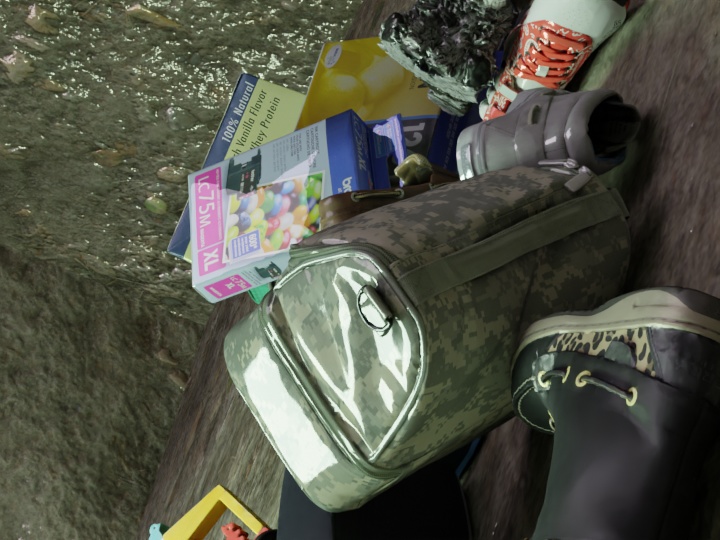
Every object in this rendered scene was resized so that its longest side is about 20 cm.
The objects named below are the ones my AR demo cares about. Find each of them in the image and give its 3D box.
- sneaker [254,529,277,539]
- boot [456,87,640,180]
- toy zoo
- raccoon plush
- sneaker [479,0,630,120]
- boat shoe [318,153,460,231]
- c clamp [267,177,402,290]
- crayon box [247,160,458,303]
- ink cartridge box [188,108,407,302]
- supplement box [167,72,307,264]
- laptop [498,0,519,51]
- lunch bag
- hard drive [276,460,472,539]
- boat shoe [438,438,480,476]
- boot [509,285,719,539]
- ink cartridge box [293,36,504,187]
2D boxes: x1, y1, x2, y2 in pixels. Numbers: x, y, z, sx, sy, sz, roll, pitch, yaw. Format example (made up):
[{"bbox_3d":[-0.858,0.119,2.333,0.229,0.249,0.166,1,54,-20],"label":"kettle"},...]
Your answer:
[{"bbox_3d":[-0.026,0.230,1.010,0.200,0.075,0.106,-118,38,-51],"label":"sneaker"},{"bbox_3d":[0.141,-0.087,0.959,0.200,0.095,0.074,-35,-67,-61],"label":"boot"},{"bbox_3d":[-0.109,0.264,1.170,0.131,0.200,0.020,-51,-36,-3],"label":"toy zoo"},{"bbox_3d":[0.084,-0.211,1.157,0.134,0.097,0.200,-59,2,-2],"label":"raccoon plush"},{"bbox_3d":[0.144,-0.156,1.100,0.201,0.067,0.108,162,129,-83],"label":"sneaker"},{"bbox_3d":[0.055,-0.048,1.005,0.202,0.075,0.075,-19,-4,-42],"label":"boat shoe"},{"bbox_3d":[0.000,0.000,1.199,0.200,0.027,0.171,-5,65,31],"label":"c clamp"},{"bbox_3d":[-0.003,-0.040,1.301,0.119,0.199,0.058,-76,-29,-42],"label":"crayon box"},{"bbox_3d":[-0.053,-0.060,1.228,0.200,0.042,0.120,-18,57,19],"label":"ink cartridge box"},{"bbox_3d":[-0.049,-0.062,1.459,0.200,0.199,0.134,-68,-21,-4],"label":"supplement box"},{"bbox_3d":[0.101,-0.274,1.525,0.177,0.103,0.200,-94,28,-72],"label":"laptop"},{"bbox_3d":[0.047,0.023,0.827,0.200,0.140,0.168,-22,-15,-40],"label":"lunch bag"},{"bbox_3d":[0.014,0.157,0.896,0.042,0.135,0.200,-46,14,20],"label":"hard drive"},{"bbox_3d":[0.021,0.152,1.048,0.084,0.068,0.200,-87,21,-66],"label":"boat shoe"},{"bbox_3d":[0.107,0.097,0.681,0.200,0.073,0.151,-31,37,66],"label":"boot"},{"bbox_3d":[0.040,-0.139,1.305,0.047,0.199,0.198,62,-148,-41],"label":"ink cartridge box"}]
